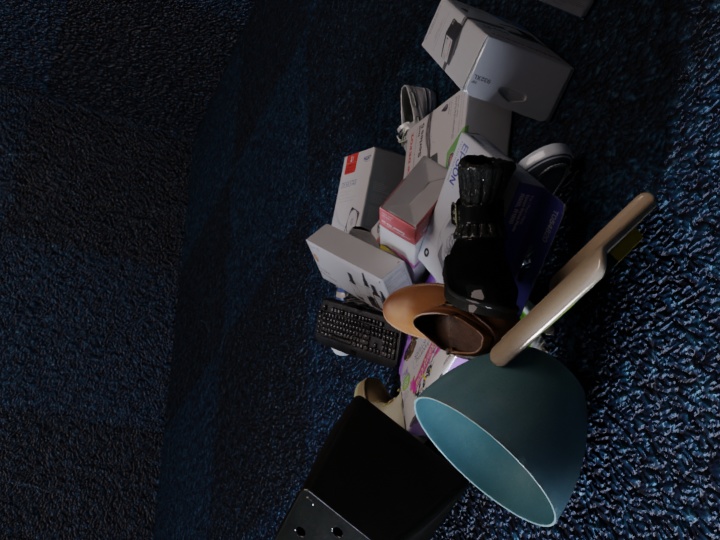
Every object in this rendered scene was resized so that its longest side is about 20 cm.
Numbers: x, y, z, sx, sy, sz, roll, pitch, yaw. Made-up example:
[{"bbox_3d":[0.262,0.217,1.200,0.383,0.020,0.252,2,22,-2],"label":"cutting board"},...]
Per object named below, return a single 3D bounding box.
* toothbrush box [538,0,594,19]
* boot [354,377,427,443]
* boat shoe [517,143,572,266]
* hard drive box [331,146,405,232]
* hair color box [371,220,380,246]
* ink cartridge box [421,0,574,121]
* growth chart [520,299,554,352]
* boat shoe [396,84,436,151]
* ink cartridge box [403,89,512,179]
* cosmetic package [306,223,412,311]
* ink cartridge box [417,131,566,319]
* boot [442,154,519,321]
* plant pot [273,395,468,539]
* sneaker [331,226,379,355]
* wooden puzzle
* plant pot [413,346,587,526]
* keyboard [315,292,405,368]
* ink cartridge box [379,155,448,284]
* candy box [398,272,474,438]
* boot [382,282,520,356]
[{"bbox_3d":[0.241,-0.448,1.247,0.201,0.145,0.086,-99,32,-47],"label":"toothbrush box"},{"bbox_3d":[0.059,0.211,1.420,0.156,0.071,0.201,-62,30,34],"label":"boot"},{"bbox_3d":[0.221,-0.073,1.197,0.201,0.070,0.092,-52,44,46],"label":"boat shoe"},{"bbox_3d":[0.011,-0.118,1.728,0.156,0.076,0.203,176,107,-67],"label":"hard drive box"},{"bbox_3d":[0.063,-0.001,1.548,0.102,0.061,0.202,135,142,-53],"label":"hair color box"},{"bbox_3d":[0.189,-0.302,1.290,0.084,0.143,0.201,-65,24,24],"label":"ink cartridge box"},{"bbox_3d":[0.195,0.133,1.196,0.145,0.018,0.202,-142,68,-68],"label":"growth chart"},{"bbox_3d":[0.093,-0.235,1.601,0.074,0.066,0.202,132,145,-51],"label":"boat shoe"},{"bbox_3d":[0.144,-0.174,1.411,0.200,0.083,0.148,153,127,-63],"label":"ink cartridge box"},{"bbox_3d":[0.000,0.000,1.382,0.199,0.050,0.083,27,146,49],"label":"cosmetic package"},{"bbox_3d":[0.162,-0.048,1.188,0.200,0.040,0.202,50,130,47],"label":"ink cartridge box"},{"bbox_3d":[0.144,-0.044,1.055,0.211,0.078,0.160,-110,30,-70],"label":"boot"},{"bbox_3d":[-0.004,0.334,1.242,0.177,0.199,0.201,-37,-22,-55],"label":"plant pot"},{"bbox_3d":[-0.025,0.043,1.546,0.146,0.080,0.202,-42,46,47],"label":"sneaker"},{"bbox_3d":[0.238,0.012,0.994,0.200,0.037,0.185,-39,-9,-50],"label":"wooden puzzle"},{"bbox_3d":[0.177,0.166,1.028,0.135,0.201,0.200,-45,13,-18],"label":"plant pot"},{"bbox_3d":[-0.009,0.080,1.418,0.199,0.039,0.106,12,90,47],"label":"keyboard"},{"bbox_3d":[0.085,-0.056,1.356,0.117,0.067,0.201,-49,-22,-26],"label":"ink cartridge box"},{"bbox_3d":[0.118,0.111,1.301,0.201,0.071,0.169,-94,25,-49],"label":"candy box"},{"bbox_3d":[0.092,0.060,1.120,0.198,0.154,0.075,6,95,27],"label":"boot"}]
